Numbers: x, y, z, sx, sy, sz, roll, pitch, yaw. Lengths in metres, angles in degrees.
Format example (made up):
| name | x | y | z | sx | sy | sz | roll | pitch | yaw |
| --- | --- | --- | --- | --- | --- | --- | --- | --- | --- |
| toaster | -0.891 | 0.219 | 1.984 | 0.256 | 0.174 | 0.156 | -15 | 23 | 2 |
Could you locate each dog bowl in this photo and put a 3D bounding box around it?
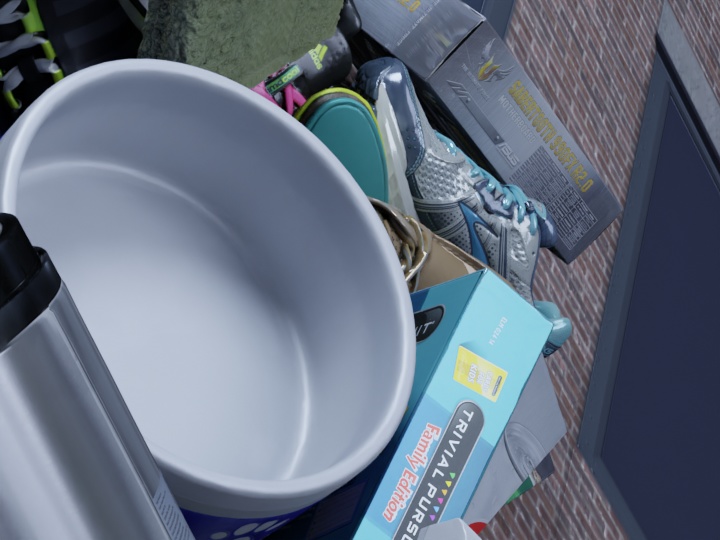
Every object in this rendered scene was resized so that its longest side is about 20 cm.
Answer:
| name | x | y | z | sx | sy | sz | roll | pitch | yaw |
| --- | --- | --- | --- | --- | --- | --- | --- | --- | --- |
| dog bowl | -0.079 | 0.017 | 1.168 | 0.200 | 0.079 | 0.201 | 21 | 51 | -28 |

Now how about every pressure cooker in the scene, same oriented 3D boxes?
| name | x | y | z | sx | sy | sz | roll | pitch | yaw |
| --- | --- | --- | --- | --- | --- | --- | --- | --- | --- |
| pressure cooker | -0.166 | 0.068 | 0.999 | 0.178 | 0.176 | 0.201 | -35 | 107 | -34 |

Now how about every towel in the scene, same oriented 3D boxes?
| name | x | y | z | sx | sy | sz | roll | pitch | yaw |
| --- | --- | --- | --- | --- | --- | --- | --- | --- | --- |
| towel | -0.044 | -0.159 | 1.285 | 0.148 | 0.036 | 0.200 | -39 | 153 | -43 |

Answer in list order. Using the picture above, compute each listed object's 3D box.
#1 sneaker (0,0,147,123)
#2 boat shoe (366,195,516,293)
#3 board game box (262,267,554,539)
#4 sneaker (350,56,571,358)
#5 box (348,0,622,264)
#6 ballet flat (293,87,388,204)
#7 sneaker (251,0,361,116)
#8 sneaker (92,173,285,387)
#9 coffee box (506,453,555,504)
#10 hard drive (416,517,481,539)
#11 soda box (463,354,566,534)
| name | x | y | z | sx | sy | sz | roll | pitch | yaw |
| --- | --- | --- | --- | --- | --- | --- | --- | --- | --- |
| sneaker | -0.138 | -0.100 | 1.287 | 0.200 | 0.071 | 0.083 | 39 | 43 | -51 |
| boat shoe | 0.000 | 0.000 | 1.368 | 0.199 | 0.064 | 0.072 | 18 | 73 | -24 |
| board game box | -0.010 | 0.104 | 1.261 | 0.047 | 0.151 | 0.200 | 39 | 61 | -20 |
| sneaker | 0.054 | -0.031 | 1.501 | 0.078 | 0.086 | 0.201 | -116 | -176 | -63 |
| box | 0.048 | -0.106 | 1.588 | 0.158 | 0.048 | 0.200 | 41 | -5 | 42 |
| ballet flat | -0.021 | 0.001 | 1.449 | 0.067 | 0.067 | 0.201 | -148 | -130 | -62 |
| sneaker | -0.052 | -0.099 | 1.445 | 0.074 | 0.087 | 0.200 | 63 | 27 | -22 |
| sneaker | -0.106 | 0.022 | 1.258 | 0.200 | 0.078 | 0.076 | 32 | 46 | -19 |
| coffee box | 0.045 | 0.084 | 1.591 | 0.200 | 0.044 | 0.123 | -18 | 92 | -65 |
| hard drive | 0.078 | 0.205 | 1.139 | 0.200 | 0.027 | 0.132 | 47 | 34 | -43 |
| soda box | 0.021 | 0.110 | 1.410 | 0.200 | 0.063 | 0.068 | -45 | 130 | -37 |
